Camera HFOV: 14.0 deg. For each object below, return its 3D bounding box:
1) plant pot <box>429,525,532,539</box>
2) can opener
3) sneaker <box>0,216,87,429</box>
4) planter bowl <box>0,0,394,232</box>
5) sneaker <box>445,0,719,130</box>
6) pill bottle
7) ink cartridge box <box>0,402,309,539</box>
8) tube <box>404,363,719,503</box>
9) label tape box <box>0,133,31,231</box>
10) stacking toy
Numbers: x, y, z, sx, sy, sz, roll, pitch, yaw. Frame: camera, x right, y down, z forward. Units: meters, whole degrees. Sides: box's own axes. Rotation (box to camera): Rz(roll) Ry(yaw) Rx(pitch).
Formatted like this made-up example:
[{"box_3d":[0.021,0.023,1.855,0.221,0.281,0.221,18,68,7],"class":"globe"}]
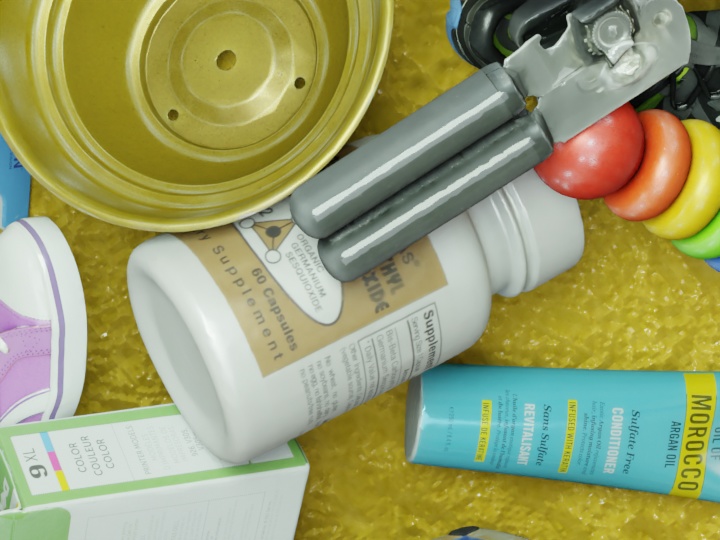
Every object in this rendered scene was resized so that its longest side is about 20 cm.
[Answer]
[{"box_3d":[0.041,0.233,1.415,0.200,0.200,0.180,-14,98,-20],"class":"plant pot"},{"box_3d":[0.058,-0.072,1.322,0.200,0.067,0.053,-32,119,1],"class":"can opener"},{"box_3d":[-0.203,0.067,1.404,0.114,0.073,0.201,-5,126,-37],"class":"sneaker"},{"box_3d":[-0.073,-0.108,1.382,0.200,0.083,0.201,-3,78,13],"class":"planter bowl"},{"box_3d":[0.139,-0.097,1.406,0.199,0.083,0.071,12,104,-5],"class":"sneaker"},{"box_3d":[0.000,0.000,1.390,0.200,0.114,0.114,-26,105,-17],"class":"pill bottle"},{"box_3d":[-0.132,0.125,1.415,0.200,0.059,0.104,-8,135,-23],"class":"ink cartridge box"},{"box_3d":[0.123,0.079,1.475,0.200,0.050,0.078,4,112,-8],"class":"tube"},{"box_3d":[-0.259,-0.014,1.416,0.200,0.066,0.143,-8,111,-41],"class":"label tape box"},{"box_3d":[0.165,-0.041,1.387,0.200,0.085,0.085,22,104,-29],"class":"stacking toy"}]
